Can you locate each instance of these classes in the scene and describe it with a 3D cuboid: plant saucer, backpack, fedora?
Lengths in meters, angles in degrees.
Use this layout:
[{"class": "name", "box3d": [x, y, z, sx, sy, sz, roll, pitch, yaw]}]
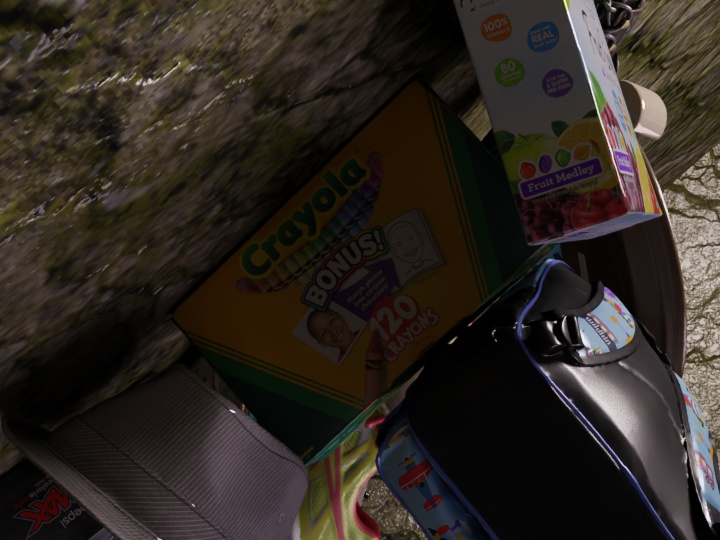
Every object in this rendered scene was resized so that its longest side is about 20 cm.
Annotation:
[{"class": "plant saucer", "box3d": [0.172, -0.006, 0.824, 0.029, 0.200, 0.200, -12, 166, -4]}, {"class": "backpack", "box3d": [0.116, 0.092, 0.681, 0.134, 0.183, 0.200, -37, -176, 21]}, {"class": "fedora", "box3d": [-0.092, 0.111, 0.646, 0.090, 0.177, 0.200, -49, 152, -15]}]

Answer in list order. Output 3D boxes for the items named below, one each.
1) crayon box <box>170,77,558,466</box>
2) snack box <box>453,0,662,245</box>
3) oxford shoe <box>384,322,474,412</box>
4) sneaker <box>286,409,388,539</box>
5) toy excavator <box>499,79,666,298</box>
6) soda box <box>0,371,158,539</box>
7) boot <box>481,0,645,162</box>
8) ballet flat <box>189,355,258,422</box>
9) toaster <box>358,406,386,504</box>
[{"class": "crayon box", "box3d": [0.005, 0.003, 0.694, 0.200, 0.119, 0.058, -44, 170, 7]}, {"class": "snack box", "box3d": [0.102, -0.088, 0.608, 0.053, 0.142, 0.200, -19, 177, 17]}, {"class": "oxford shoe", "box3d": [0.060, 0.084, 0.984, 0.071, 0.074, 0.200, -21, 167, 30]}, {"class": "sneaker", "box3d": [-0.012, 0.099, 0.806, 0.078, 0.090, 0.200, -42, 137, -82]}, {"class": "toy excavator", "box3d": [0.195, -0.041, 1.048, 0.100, 0.200, 0.194, 11, 147, -38]}, {"class": "soda box", "box3d": [-0.189, 0.152, 0.746, 0.200, 0.063, 0.071, -35, 168, -30]}, {"class": "boot", "box3d": [0.115, -0.104, 0.761, 0.174, 0.069, 0.200, -60, 180, 35]}, {"class": "ballet flat", "box3d": [-0.089, 0.095, 0.819, 0.071, 0.071, 0.200, -31, 136, -45]}, {"class": "toaster", "box3d": [-0.080, 0.203, 1.030, 0.200, 0.119, 0.181, -51, -167, 43]}]
